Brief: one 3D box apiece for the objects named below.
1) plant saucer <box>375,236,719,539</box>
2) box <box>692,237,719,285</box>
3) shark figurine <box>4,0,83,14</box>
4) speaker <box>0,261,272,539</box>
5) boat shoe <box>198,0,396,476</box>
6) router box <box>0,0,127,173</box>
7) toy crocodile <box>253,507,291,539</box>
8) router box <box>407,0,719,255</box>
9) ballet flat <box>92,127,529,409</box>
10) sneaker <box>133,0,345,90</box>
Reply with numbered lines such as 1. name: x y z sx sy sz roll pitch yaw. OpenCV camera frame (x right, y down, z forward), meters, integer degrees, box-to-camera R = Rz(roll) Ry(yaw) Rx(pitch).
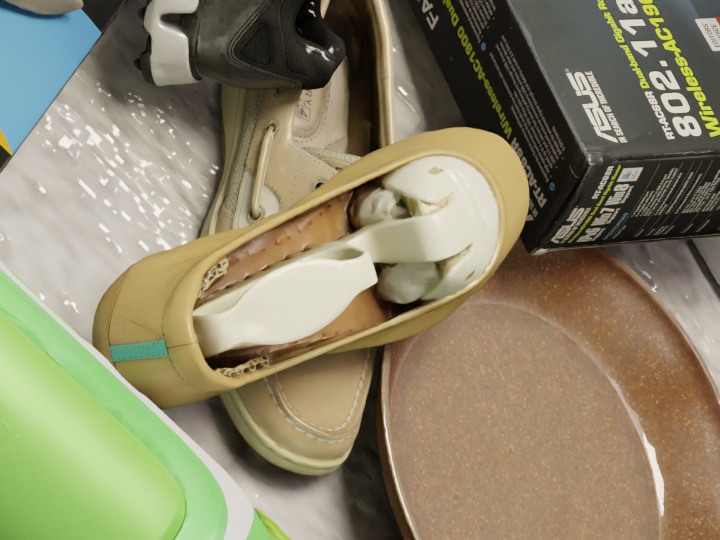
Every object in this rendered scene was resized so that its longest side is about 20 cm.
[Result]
1. plant saucer: 0.075 0.078 0.938 0.200 0.037 0.202 19 59 -35
2. box: 0.295 -0.014 1.063 0.171 0.199 0.201 -30 86 -44
3. shark figurine: -0.090 -0.121 0.794 0.090 0.213 0.128 68 -3 -47
4. speaker: -0.121 0.050 0.760 0.200 0.088 0.089 44 47 -13
5. boat shoe: -0.016 -0.022 0.900 0.072 0.065 0.201 20 56 -31
6. router box: -0.188 -0.118 0.814 0.200 0.051 0.150 43 47 -16
7. toy crocodile: 0.039 0.143 0.833 0.199 0.068 0.062 22 8 -6
8. router box: 0.106 -0.106 1.001 0.149 0.062 0.201 -6 56 -30
9. ballet flat: 0.000 0.000 0.831 0.199 0.063 0.069 -27 101 -33
10. sneaker: -0.022 -0.155 0.863 0.090 0.201 0.066 15 20 9
